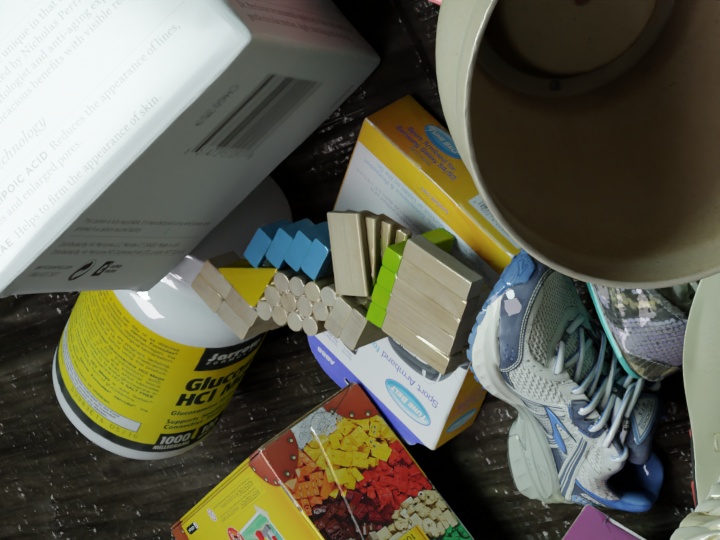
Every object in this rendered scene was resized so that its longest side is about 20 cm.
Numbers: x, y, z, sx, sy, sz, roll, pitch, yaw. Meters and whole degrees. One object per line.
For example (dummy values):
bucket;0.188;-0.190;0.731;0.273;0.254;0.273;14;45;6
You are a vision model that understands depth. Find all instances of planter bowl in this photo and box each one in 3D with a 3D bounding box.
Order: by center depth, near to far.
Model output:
planter bowl;0.118;-0.109;1.269;0.135;0.200;0.200;-127;25;-60

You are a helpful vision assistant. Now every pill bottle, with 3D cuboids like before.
pill bottle;-0.110;0.020;1.678;0.112;0.112;0.200;49;144;15

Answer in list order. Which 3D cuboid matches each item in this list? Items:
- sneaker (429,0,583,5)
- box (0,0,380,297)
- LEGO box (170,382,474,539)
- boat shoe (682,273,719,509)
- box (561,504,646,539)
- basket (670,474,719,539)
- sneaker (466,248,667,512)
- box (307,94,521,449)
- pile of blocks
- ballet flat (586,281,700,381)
sneaker;0.034;-0.180;1.385;0.200;0.087;0.074;34;136;31
box;-0.126;-0.097;1.479;0.200;0.199;0.131;-44;77;15
LEGO box;-0.018;0.171;1.677;0.149;0.077;0.200;53;153;3
boat shoe;0.194;0.060;1.375;0.074;0.063;0.201;1;107;5
box;0.150;0.257;1.516;0.176;0.097;0.200;31;139;11
basket;0.247;0.168;1.244;0.200;0.198;0.161;-17;100;29
sneaker;0.118;0.059;1.453;0.085;0.077;0.200;19;152;29
box;0.031;0.010;1.567;0.119;0.041;0.200;44;144;20
pile of blocks;0.000;0.000;1.519;0.200;0.062;0.082;8;109;39
ballet flat;0.123;-0.043;1.407;0.072;0.072;0.200;-28;92;54
